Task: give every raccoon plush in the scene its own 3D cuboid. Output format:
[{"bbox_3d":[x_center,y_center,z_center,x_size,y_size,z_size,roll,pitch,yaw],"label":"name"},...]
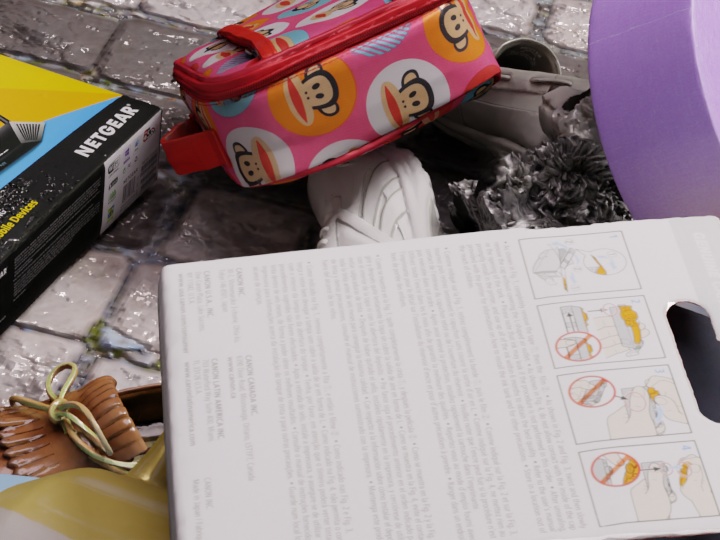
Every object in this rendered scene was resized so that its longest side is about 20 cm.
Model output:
[{"bbox_3d":[0.136,-0.005,1.093,0.133,0.097,0.201,-27,82,-14],"label":"raccoon plush"}]

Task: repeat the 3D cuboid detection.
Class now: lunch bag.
[{"bbox_3d":[-0.027,-0.102,1.168,0.175,0.082,0.200,-26,13,-7],"label":"lunch bag"}]

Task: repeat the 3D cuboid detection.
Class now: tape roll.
[{"bbox_3d":[0.198,-0.083,1.075,0.065,0.201,0.200,-17,12,42],"label":"tape roll"}]

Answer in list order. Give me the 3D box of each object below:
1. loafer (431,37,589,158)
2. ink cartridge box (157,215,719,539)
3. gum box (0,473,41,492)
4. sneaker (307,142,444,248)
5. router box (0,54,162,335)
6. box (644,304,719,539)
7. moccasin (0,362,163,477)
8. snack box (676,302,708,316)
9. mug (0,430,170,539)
[{"bbox_3d":[0.087,-0.098,1.233,0.070,0.070,0.200,22,7,-32],"label":"loafer"},{"bbox_3d":[0.035,0.052,0.707,0.198,0.050,0.163,-4,38,-5],"label":"ink cartridge box"},{"bbox_3d":[-0.109,0.161,0.837,0.198,0.045,0.171,6,47,-4],"label":"gum box"},{"bbox_3d":[0.000,0.000,1.103,0.099,0.078,0.200,-15,35,-15],"label":"sneaker"},{"bbox_3d":[-0.213,-0.044,1.128,0.148,0.051,0.200,18,35,15],"label":"router box"},{"bbox_3d":[0.102,0.155,0.752,0.122,0.199,0.201,19,51,15],"label":"box"},{"bbox_3d":[-0.112,0.076,0.957,0.199,0.078,0.074,-2,35,-16],"label":"moccasin"},{"bbox_3d":[0.170,0.043,0.891,0.167,0.068,0.200,14,3,20],"label":"snack box"},{"bbox_3d":[-0.061,0.134,0.755,0.152,0.150,0.186,24,39,22],"label":"mug"}]
